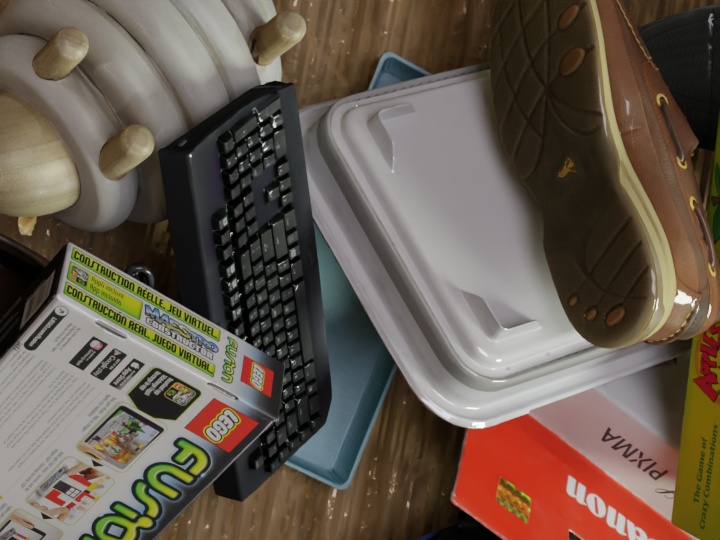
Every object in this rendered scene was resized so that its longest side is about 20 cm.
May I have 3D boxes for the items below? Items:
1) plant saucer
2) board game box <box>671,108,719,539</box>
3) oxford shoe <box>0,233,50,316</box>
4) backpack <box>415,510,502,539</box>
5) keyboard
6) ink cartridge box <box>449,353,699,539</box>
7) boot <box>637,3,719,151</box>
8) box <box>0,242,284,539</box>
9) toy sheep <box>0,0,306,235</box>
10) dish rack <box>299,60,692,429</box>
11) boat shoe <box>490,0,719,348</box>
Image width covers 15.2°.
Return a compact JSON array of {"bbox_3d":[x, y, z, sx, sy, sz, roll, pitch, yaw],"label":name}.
[{"bbox_3d":[0.000,0.000,1.284,0.070,0.019,0.201,26,79,-21],"label":"plant saucer"},{"bbox_3d":[0.205,0.024,1.232,0.101,0.048,0.201,-6,109,-33],"label":"board game box"},{"bbox_3d":[-0.136,0.036,1.192,0.200,0.084,0.073,29,77,-22],"label":"oxford shoe"},{"bbox_3d":[0.044,0.230,1.203,0.183,0.200,0.147,-21,122,-20],"label":"backpack"},{"bbox_3d":[-0.060,0.023,1.171,0.127,0.021,0.200,-37,137,-32],"label":"keyboard"},{"bbox_3d":[0.137,0.092,1.277,0.200,0.044,0.174,37,36,-19],"label":"ink cartridge box"},{"bbox_3d":[0.223,-0.113,1.323,0.203,0.154,0.074,-7,105,5],"label":"boot"},{"bbox_3d":[-0.133,0.082,1.145,0.110,0.200,0.035,31,37,-21],"label":"box"},{"bbox_3d":[-0.096,-0.088,1.183,0.200,0.138,0.138,-35,103,-28],"label":"toy sheep"},{"bbox_3d":[0.076,-0.027,1.243,0.200,0.044,0.172,-16,69,-41],"label":"dish rack"},{"bbox_3d":[0.112,-0.058,1.215,0.067,0.072,0.201,4,63,-40],"label":"boat shoe"}]
